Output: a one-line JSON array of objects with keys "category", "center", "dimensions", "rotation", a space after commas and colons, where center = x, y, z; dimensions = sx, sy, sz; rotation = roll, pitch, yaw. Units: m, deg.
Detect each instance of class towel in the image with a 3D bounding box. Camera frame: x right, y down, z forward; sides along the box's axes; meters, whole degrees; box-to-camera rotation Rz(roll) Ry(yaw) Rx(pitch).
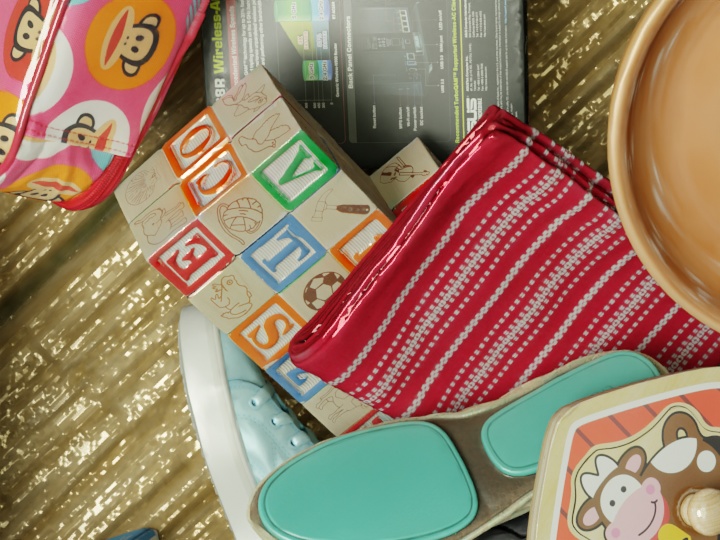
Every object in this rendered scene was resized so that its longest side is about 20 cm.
[{"category": "towel", "center": [0.079, 0.025, 1.026], "dimensions": [0.199, 0.023, 0.145], "rotation": [30, 107, -36]}]

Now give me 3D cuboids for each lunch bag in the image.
[{"category": "lunch bag", "center": [-0.142, -0.143, 1.006], "dimensions": [0.176, 0.082, 0.201], "rotation": [38, 107, 41]}]

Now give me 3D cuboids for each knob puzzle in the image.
[{"category": "knob puzzle", "center": [0.154, 0.130, 0.985], "dimensions": [0.218, 0.030, 0.221], "rotation": [1, 88, -20]}]

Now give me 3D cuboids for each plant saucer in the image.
[{"category": "plant saucer", "center": [0.202, -0.062, 0.987], "dimensions": [0.199, 0.037, 0.202], "rotation": [-1, 107, -3]}]

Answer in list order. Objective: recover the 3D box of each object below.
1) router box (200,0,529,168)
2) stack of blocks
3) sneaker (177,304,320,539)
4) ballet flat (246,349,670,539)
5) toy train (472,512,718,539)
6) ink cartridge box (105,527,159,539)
[{"category": "router box", "center": [0.001, -0.146, 1.054], "dimensions": [0.149, 0.062, 0.201], "rotation": [0, 108, 6]}, {"category": "stack of blocks", "center": [0.000, 0.000, 1.026], "dimensions": [0.115, 0.059, 0.200], "rotation": [-40, 128, 7]}, {"category": "sneaker", "center": [-0.024, 0.101, 1.089], "dimensions": [0.081, 0.074, 0.201], "rotation": [-20, 98, -1]}, {"category": "ballet flat", "center": [0.048, 0.093, 1.011], "dimensions": [0.199, 0.062, 0.068], "rotation": [-17, 60, -9]}, {"category": "toy train", "center": [0.133, 0.146, 1.035], "dimensions": [0.199, 0.087, 0.115], "rotation": [-20, 102, -16]}, {"category": "ink cartridge box", "center": [-0.180, 0.216, 1.077], "dimensions": [0.199, 0.129, 0.126], "rotation": [-20, 90, 7]}]
